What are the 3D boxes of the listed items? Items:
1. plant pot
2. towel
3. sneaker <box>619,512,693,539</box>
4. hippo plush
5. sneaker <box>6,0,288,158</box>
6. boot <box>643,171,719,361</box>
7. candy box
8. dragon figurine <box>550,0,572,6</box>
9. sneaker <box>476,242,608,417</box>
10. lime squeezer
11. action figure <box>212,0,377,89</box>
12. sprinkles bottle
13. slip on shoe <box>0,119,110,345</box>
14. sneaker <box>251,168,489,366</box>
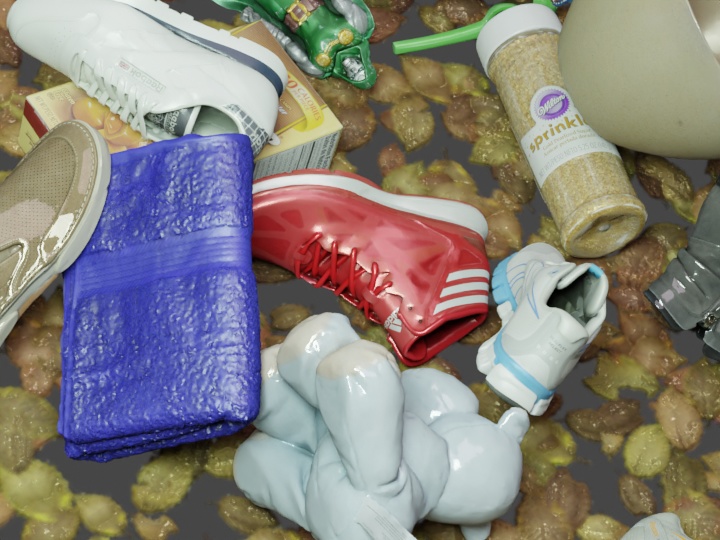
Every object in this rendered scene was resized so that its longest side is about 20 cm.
[{"bbox_3d":[0.222,-0.160,1.633,0.200,0.134,0.201,34,43,-39],"label":"plant pot"},{"bbox_3d":[-0.135,0.014,1.449,0.050,0.147,0.201,29,52,-56],"label":"towel"},{"bbox_3d":[0.250,0.224,1.464,0.200,0.076,0.092,36,47,10],"label":"sneaker"},{"bbox_3d":[0.033,0.106,1.431,0.161,0.160,0.200,-8,36,-36],"label":"hippo plush"},{"bbox_3d":[-0.152,-0.136,1.555,0.200,0.076,0.081,18,59,1],"label":"sneaker"},{"bbox_3d":[0.312,0.020,1.621,0.200,0.132,0.070,28,7,0],"label":"boot"},{"bbox_3d":[-0.127,-0.096,1.610,0.200,0.055,0.116,-22,63,-29],"label":"candy box"},{"bbox_3d":[0.231,-0.204,1.774,0.200,0.100,0.059,-13,58,-29],"label":"dragon figurine"},{"bbox_3d":[0.137,0.022,1.543,0.075,0.087,0.200,38,23,-11],"label":"sneaker"},{"bbox_3d":[0.112,-0.211,1.786,0.071,0.038,0.200,38,53,14],"label":"lime squeezer"},{"bbox_3d":[-0.057,-0.211,1.704,0.200,0.118,0.055,46,21,6],"label":"action figure"},{"bbox_3d":[0.149,-0.106,1.694,0.068,0.068,0.200,-7,55,-21],"label":"sprinkles bottle"},{"bbox_3d":[-0.234,-0.016,1.449,0.076,0.061,0.200,32,84,38],"label":"slip on shoe"},{"bbox_3d":[0.000,0.000,1.560,0.199,0.078,0.116,3,51,-13],"label":"sneaker"}]
